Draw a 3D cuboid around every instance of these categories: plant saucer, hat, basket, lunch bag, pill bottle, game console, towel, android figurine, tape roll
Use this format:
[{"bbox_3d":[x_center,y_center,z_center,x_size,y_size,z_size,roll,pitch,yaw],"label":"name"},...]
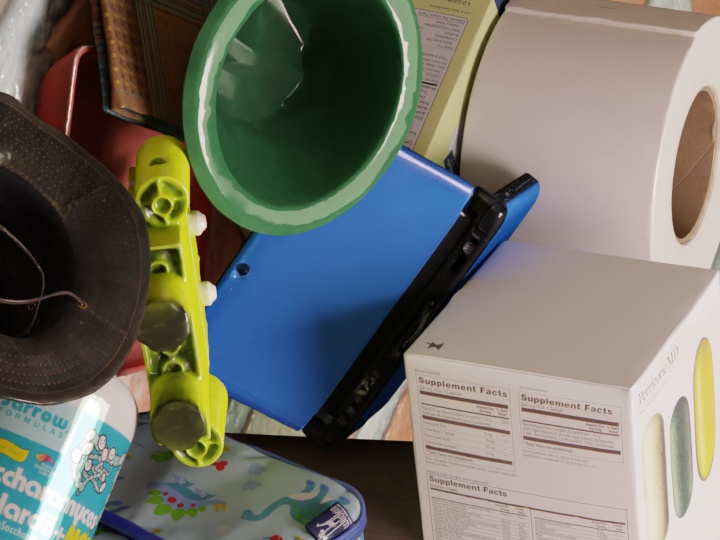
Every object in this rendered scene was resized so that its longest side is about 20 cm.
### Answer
[{"bbox_3d":[-0.146,-0.037,1.657,0.199,0.036,0.202,-12,111,-66],"label":"plant saucer"},{"bbox_3d":[-0.074,-0.131,1.659,0.200,0.176,0.166,-42,126,-23],"label":"hat"},{"bbox_3d":[-0.032,0.181,1.821,0.136,0.199,0.182,12,89,-67],"label":"basket"},{"bbox_3d":[-0.104,0.164,1.624,0.160,0.199,0.083,-31,130,-38],"label":"lunch bag"},{"bbox_3d":[-0.189,0.108,1.510,0.201,0.110,0.111,-69,156,-13],"label":"pill bottle"},{"bbox_3d":[-0.204,0.001,1.451,0.081,0.201,0.201,-45,-178,39],"label":"hat"},{"bbox_3d":[0.000,0.000,1.764,0.200,0.118,0.171,-53,173,19],"label":"game console"},{"bbox_3d":[-0.104,-0.141,1.645,0.200,0.022,0.148,17,61,-61],"label":"towel"},{"bbox_3d":[-0.105,0.015,1.583,0.200,0.041,0.183,-94,177,-66],"label":"android figurine"},{"bbox_3d":[0.165,-0.082,1.893,0.202,0.138,0.204,10,90,-68],"label":"tape roll"}]

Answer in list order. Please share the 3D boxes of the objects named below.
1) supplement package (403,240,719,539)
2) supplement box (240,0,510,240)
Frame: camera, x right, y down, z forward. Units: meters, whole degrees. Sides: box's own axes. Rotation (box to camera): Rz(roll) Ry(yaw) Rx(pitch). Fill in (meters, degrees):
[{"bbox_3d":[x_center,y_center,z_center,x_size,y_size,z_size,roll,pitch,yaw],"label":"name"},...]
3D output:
[{"bbox_3d":[0.132,0.112,1.725,0.152,0.150,0.201,-46,137,-50],"label":"supplement package"},{"bbox_3d":[0.023,-0.073,1.913,0.200,0.133,0.201,68,40,-53],"label":"supplement box"}]
